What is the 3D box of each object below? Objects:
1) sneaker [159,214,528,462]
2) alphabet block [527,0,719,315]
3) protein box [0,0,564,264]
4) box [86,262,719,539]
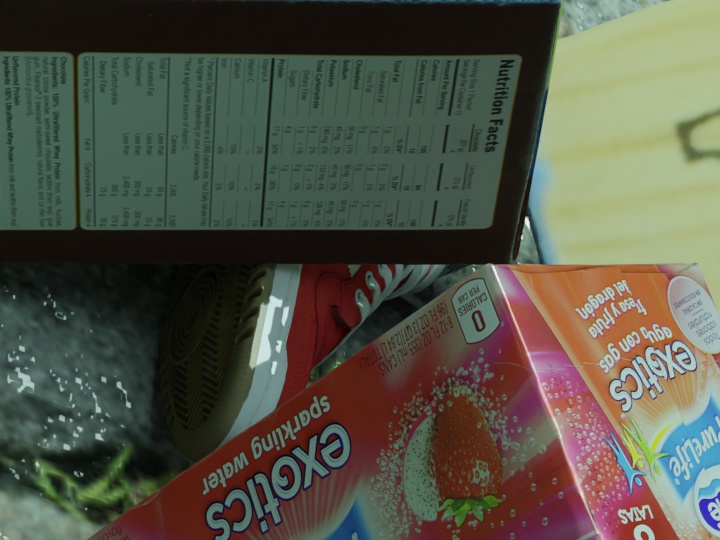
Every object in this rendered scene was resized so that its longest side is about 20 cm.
[{"bbox_3d":[0.000,0.000,1.003,0.112,0.071,0.201,30,43,-22],"label":"sneaker"},{"bbox_3d":[0.181,0.012,1.025,0.195,0.199,0.197,43,31,-63],"label":"alphabet block"},{"bbox_3d":[-0.049,-0.119,0.919,0.199,0.135,0.199,1,57,-5],"label":"protein box"},{"bbox_3d":[0.018,0.084,0.860,0.095,0.200,0.100,-1,64,-47],"label":"box"}]
